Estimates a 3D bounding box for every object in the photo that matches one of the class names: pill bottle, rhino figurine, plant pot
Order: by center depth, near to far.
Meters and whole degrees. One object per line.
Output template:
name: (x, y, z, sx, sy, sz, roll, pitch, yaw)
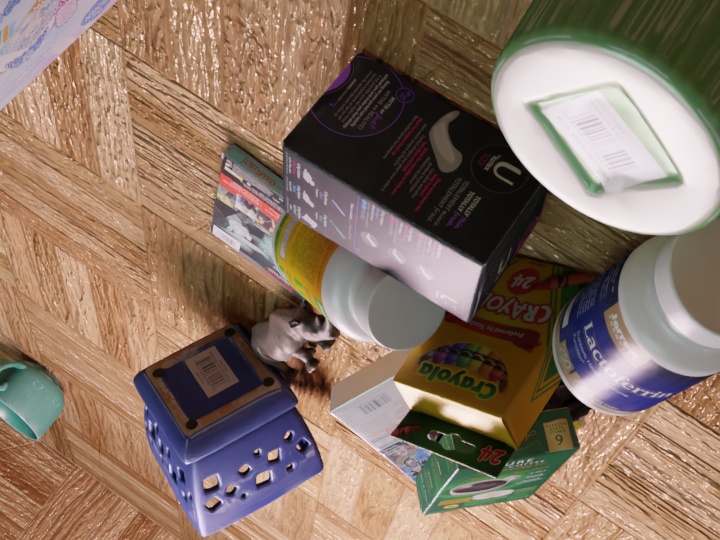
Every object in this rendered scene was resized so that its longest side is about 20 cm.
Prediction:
pill bottle: (0.241, 0.038, 1.009, 0.115, 0.116, 0.200, 37, 155, 0)
pill bottle: (0.000, 0.000, 1.199, 0.111, 0.111, 0.200, 54, 172, -32)
rhino figurine: (-0.080, 0.081, 1.576, 0.087, 0.060, 0.200, 39, 154, -9)
plant pot: (-0.185, 0.199, 1.710, 0.200, 0.199, 0.181, 48, 158, 40)

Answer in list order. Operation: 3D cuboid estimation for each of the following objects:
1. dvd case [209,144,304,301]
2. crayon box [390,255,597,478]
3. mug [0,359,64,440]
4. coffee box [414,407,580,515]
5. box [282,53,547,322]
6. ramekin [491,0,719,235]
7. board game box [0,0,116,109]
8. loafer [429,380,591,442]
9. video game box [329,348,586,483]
dvd case: (-0.102, -0.049, 1.430, 0.145, 0.022, 0.200, 36, 154, 5)
crayon box: (0.119, 0.077, 1.136, 0.126, 0.201, 0.051, 15, 147, 39)
mug: (-0.686, 0.253, 2.610, 0.151, 0.115, 0.185, 36, 154, 4)
coffee box: (0.128, 0.188, 1.227, 0.121, 0.044, 0.200, -8, 158, -9)
box: (0.045, -0.070, 1.076, 0.199, 0.123, 0.106, 32, 154, 14)
ramekin: (0.183, -0.117, 0.840, 0.199, 0.098, 0.201, 30, 154, 16)
board game box: (-0.295, -0.251, 1.131, 0.043, 0.200, 0.199, 36, 155, 7)
loafer: (0.159, 0.134, 1.227, 0.198, 0.063, 0.072, -9, 130, 10)
video game box: (0.100, 0.139, 1.305, 0.199, 0.047, 0.182, -31, 121, 26)
